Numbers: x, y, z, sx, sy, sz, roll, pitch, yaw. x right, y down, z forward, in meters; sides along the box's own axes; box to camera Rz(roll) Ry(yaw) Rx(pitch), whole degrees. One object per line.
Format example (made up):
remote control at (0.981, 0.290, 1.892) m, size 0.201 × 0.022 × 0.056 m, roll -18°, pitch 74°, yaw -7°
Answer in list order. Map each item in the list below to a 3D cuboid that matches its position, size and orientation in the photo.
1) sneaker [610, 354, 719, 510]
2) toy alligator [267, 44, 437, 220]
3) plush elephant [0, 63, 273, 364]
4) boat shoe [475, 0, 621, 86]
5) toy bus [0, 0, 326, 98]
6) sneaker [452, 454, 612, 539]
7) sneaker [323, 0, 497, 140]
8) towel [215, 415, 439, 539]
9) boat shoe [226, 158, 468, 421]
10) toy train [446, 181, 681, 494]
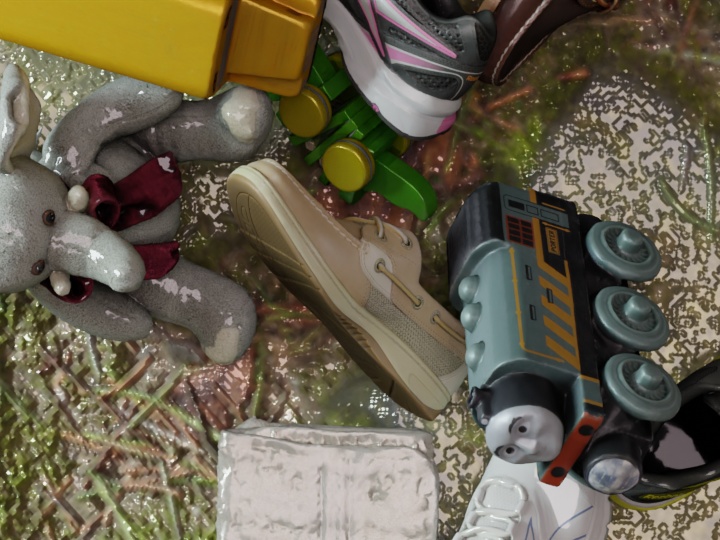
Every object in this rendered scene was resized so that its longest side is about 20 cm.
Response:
sneaker at (0.225, 0.073, 1.313) m, size 0.200 × 0.085 × 0.075 m, roll -38°, pitch 88°, yaw -1°
toy alligator at (-0.032, -0.102, 1.339) m, size 0.200 × 0.059 × 0.054 m, roll 51°, pitch 132°, yaw -4°
plush elephant at (-0.156, -0.028, 1.277) m, size 0.199 × 0.155 × 0.166 m, roll 17°, pitch 112°, yaw 9°
boat shoe at (0.133, -0.184, 1.333) m, size 0.070 × 0.070 × 0.200 m, roll 36°, pitch 88°, yaw 6°
toy bus at (-0.123, -0.146, 1.268) m, size 0.199 × 0.078 × 0.065 m, roll 17°, pitch 114°, yaw 6°
sneaker at (0.081, 0.164, 1.301) m, size 0.074 × 0.087 × 0.201 m, roll 9°, pitch 84°, yaw 40°
sneaker at (0.007, -0.175, 1.311) m, size 0.200 × 0.080 × 0.086 m, roll 48°, pitch 121°, yaw 8°
towel at (-0.022, 0.187, 1.338) m, size 0.132 × 0.034 × 0.201 m, roll 4°, pitch 88°, yaw 2°
boat shoe at (0.000, 0.000, 1.297) m, size 0.065 × 0.072 × 0.200 m, roll -47°, pitch 122°, yaw -11°
toy train at (0.106, 0.036, 1.274) m, size 0.113 × 0.201 × 0.085 m, roll 16°, pitch 131°, yaw -15°
